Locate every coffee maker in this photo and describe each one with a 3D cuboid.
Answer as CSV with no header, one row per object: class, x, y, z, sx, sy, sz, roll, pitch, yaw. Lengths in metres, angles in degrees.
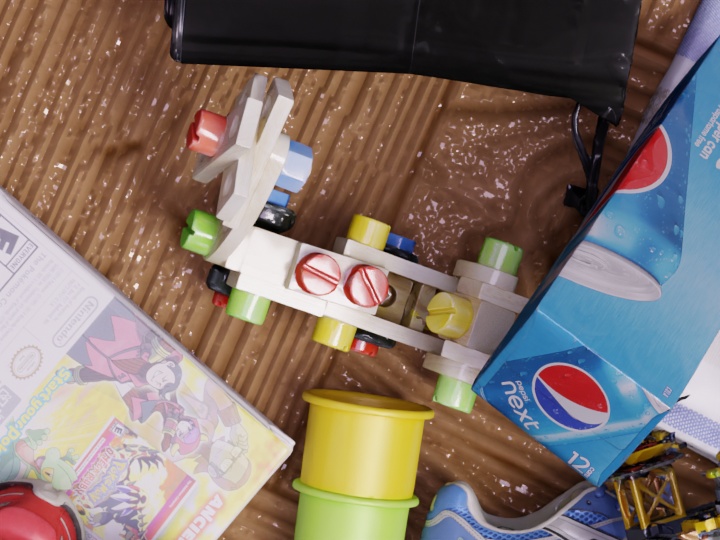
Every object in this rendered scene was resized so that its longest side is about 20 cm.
coffee maker,0.017,-0.126,1.190,0.198,0.135,0.194,5,92,-1

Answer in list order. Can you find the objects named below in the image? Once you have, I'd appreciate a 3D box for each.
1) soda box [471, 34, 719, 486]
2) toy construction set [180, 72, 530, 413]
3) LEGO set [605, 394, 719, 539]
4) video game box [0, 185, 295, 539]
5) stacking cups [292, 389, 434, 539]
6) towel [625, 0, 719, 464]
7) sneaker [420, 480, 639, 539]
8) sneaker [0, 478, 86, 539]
soda box,0.125,-0.008,1.155,0.068,0.064,0.200,37,47,1
toy construction set,0.000,0.000,1.189,0.199,0.131,0.092,34,86,-15
LEGO set,0.185,0.064,1.163,0.199,0.154,0.117,-16,89,-10
video game box,-0.159,0.092,1.234,0.182,0.047,0.200,41,90,0
stacking cups,-0.011,0.155,1.231,0.060,0.061,0.202,9,91,-2
towel,0.179,-0.013,1.254,0.146,0.024,0.201,25,89,0
sneaker,0.119,0.133,1.228,0.198,0.076,0.078,2,91,-5
sneaker,-0.190,0.171,1.171,0.077,0.085,0.201,33,92,-1
